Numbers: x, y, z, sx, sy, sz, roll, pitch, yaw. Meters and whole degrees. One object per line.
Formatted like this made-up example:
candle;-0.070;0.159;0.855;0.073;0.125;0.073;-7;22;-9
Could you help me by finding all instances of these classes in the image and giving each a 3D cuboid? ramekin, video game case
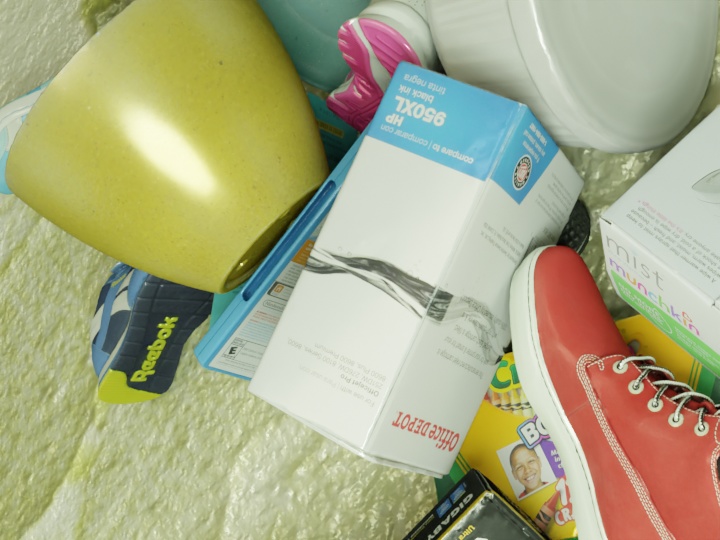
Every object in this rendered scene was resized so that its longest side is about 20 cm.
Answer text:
ramekin;0.123;-0.166;0.786;0.094;0.202;0.204;-4;78;45
video game case;0.000;0.000;0.863;0.200;0.143;0.018;-51;49;16

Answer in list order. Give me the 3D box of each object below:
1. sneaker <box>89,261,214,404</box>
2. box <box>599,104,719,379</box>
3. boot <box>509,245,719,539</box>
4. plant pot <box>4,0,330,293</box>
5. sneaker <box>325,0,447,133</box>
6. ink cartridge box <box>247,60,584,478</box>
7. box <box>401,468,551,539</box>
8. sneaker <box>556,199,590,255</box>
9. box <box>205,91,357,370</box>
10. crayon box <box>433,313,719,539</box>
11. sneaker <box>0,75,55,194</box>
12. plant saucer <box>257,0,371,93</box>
sneaker;-0.154;0.013;0.993;0.200;0.074;0.083;-52;44;33
box;0.257;-0.007;0.677;0.176;0.097;0.200;-43;57;-8
boot;0.162;0.062;0.689;0.144;0.072;0.201;-33;70;46
plant pot;-0.102;-0.071;0.838;0.142;0.200;0.200;45;108;6
sneaker;0.036;-0.133;0.860;0.081;0.200;0.088;37;75;4
ink cartridge box;0.037;0.006;0.749;0.084;0.145;0.201;24;86;25
box;0.055;0.239;0.755;0.160;0.049;0.200;44;93;-10
sneaker;0.063;0.015;0.865;0.199;0.080;0.074;-33;70;5
box;-0.055;-0.023;0.943;0.049;0.082;0.202;4;83;34
crayon box;0.139;0.101;0.798;0.199;0.058;0.120;-20;70;30
sneaker;-0.236;-0.087;1.084;0.199;0.079;0.131;-32;63;27
plant saucer;0.009;-0.209;0.893;0.199;0.200;0.036;-29;32;27
